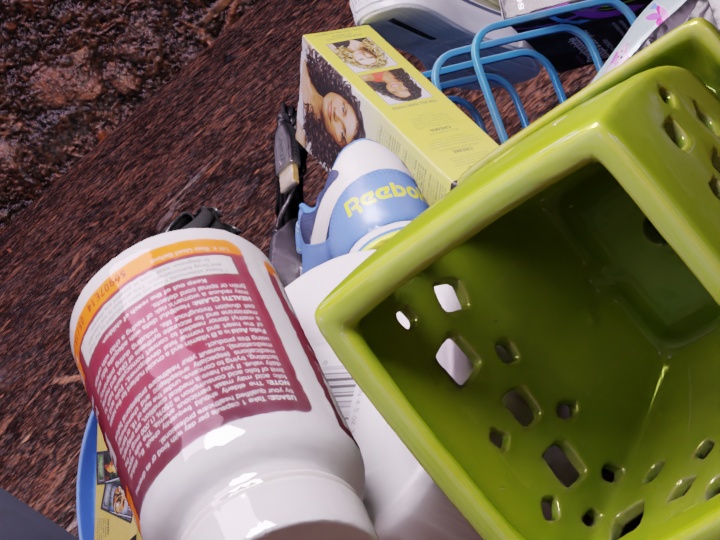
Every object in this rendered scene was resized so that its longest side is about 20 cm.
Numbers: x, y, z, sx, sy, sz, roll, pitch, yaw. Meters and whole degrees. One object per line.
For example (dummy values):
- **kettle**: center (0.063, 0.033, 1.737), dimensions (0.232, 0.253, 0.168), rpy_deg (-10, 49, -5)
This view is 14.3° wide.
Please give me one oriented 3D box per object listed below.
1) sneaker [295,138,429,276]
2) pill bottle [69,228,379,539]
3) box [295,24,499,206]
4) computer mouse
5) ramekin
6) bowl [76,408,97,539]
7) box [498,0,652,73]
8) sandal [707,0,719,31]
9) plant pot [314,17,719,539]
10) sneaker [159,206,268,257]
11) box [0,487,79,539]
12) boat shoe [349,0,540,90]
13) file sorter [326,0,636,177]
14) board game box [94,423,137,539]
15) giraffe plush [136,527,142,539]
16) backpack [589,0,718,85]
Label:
- **sneaker**: center (0.000, 0.000, 1.624), dimensions (0.074, 0.083, 0.200), rpy_deg (-13, -25, -21)
- **pill bottle**: center (-0.065, 0.084, 1.406), dimensions (0.114, 0.114, 0.200), rpy_deg (-40, 45, 14)
- **box**: center (0.027, -0.066, 1.672), dimensions (0.050, 0.076, 0.200), rpy_deg (-12, 34, -26)
- **computer mouse**: center (-0.036, -0.004, 1.787), dimensions (0.141, 0.046, 0.201), rpy_deg (95, 178, -53)
- **ramekin**: center (0.011, 0.087, 1.490), dimensions (0.200, 0.098, 0.202), rpy_deg (-23, 52, 33)
- **bowl**: center (-0.093, 0.137, 1.698), dimensions (0.039, 0.202, 0.200), rpy_deg (3, -26, -44)
- **box**: center (0.196, -0.178, 1.789), dimensions (0.199, 0.036, 0.143), rpy_deg (-16, -14, 14)
- **sandal**: center (0.218, -0.090, 1.454), dimensions (0.075, 0.201, 0.045), rpy_deg (-29, -21, 22)
- **plant pot**: center (0.131, 0.011, 1.367), dimensions (0.199, 0.200, 0.182), rpy_deg (-33, 11, 37)
- **sneaker**: center (-0.075, -0.002, 1.911), dimensions (0.071, 0.100, 0.200), rpy_deg (-33, -6, 31)
- **box**: center (-0.293, 0.243, 1.845), dimensions (0.201, 0.117, 0.197), rpy_deg (-60, -8, 9)
- **boat shoe**: center (0.057, -0.165, 1.812), dimensions (0.072, 0.062, 0.200), rpy_deg (-14, -18, 25)
- **file sorter**: center (0.086, -0.072, 1.772), dimensions (0.138, 0.123, 0.200), rpy_deg (-15, -8, -33)
- **board game box**: center (-0.099, 0.133, 1.651), dimensions (0.034, 0.202, 0.135), rpy_deg (3, -2, -43)
- **giraffe plush**: center (-0.103, 0.214, 1.483), dimensions (0.173, 0.162, 0.200), rpy_deg (-50, 14, -26)
- **backpack**: center (0.203, -0.084, 1.570), dimensions (0.200, 0.167, 0.127), rpy_deg (-45, -7, 8)
